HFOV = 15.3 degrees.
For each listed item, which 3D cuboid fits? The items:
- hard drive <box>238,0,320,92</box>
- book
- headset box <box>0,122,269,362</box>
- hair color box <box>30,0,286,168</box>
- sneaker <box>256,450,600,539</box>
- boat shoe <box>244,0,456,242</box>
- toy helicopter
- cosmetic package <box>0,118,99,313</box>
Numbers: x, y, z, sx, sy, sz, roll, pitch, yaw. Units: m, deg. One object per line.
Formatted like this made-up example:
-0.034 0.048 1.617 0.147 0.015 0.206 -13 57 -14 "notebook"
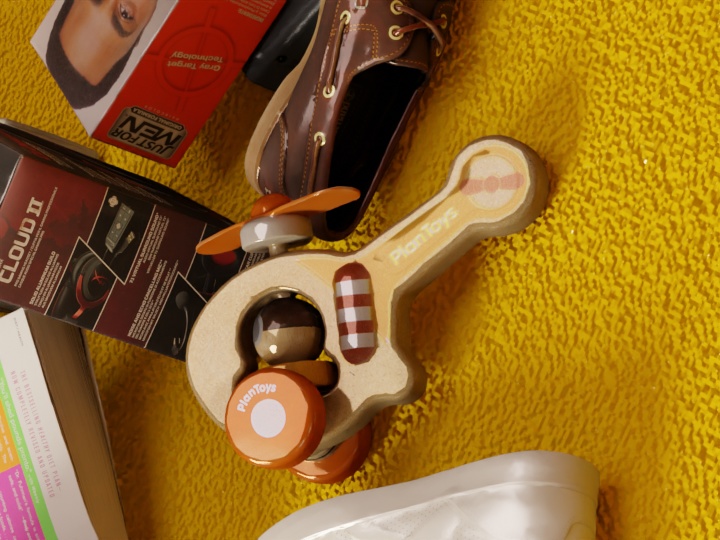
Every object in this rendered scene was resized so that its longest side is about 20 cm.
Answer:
-0.006 -0.208 1.405 0.200 0.033 0.140 -46 44 27 "hard drive"
-0.222 0.117 1.429 0.200 0.048 0.134 -24 73 29 "book"
-0.157 -0.022 1.366 0.149 0.200 0.075 27 95 52 "headset box"
-0.085 -0.165 1.403 0.200 0.061 0.102 -56 42 18 "hair color box"
0.020 0.159 1.182 0.200 0.074 0.116 -23 54 40 "sneaker"
0.012 -0.110 1.315 0.070 0.070 0.200 39 112 51 "boat shoe"
0.000 0.000 1.266 0.200 0.079 0.132 -39 68 11 "toy helicopter"
-0.247 -0.033 1.578 0.200 0.071 0.105 6 79 50 "cosmetic package"
